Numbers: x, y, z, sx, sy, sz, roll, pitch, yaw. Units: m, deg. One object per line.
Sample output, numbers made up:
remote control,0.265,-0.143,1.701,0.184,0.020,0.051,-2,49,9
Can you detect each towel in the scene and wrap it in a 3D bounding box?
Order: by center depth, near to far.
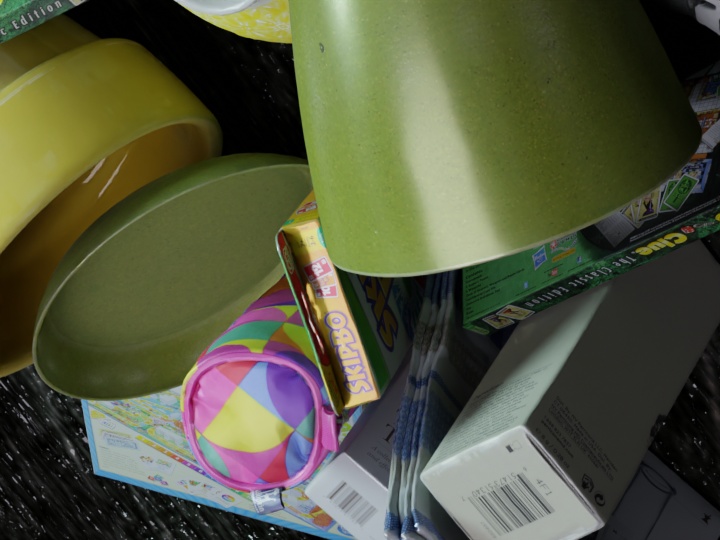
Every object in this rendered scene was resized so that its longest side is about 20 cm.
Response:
towel,0.071,0.096,1.459,0.024,0.201,0.147,-23,130,32

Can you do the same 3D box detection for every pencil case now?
pencil case,-0.031,0.053,1.479,0.088,0.200,0.089,3,107,11

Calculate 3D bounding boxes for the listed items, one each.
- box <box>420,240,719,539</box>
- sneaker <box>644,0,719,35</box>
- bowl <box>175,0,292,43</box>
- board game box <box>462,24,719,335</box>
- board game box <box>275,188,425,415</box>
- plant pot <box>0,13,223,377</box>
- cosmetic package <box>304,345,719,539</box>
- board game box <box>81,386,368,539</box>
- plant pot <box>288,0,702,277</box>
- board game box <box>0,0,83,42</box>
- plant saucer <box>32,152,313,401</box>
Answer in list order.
box,0.113,0.055,1.422,0.082,0.200,0.068,-29,107,44
sneaker,0.142,-0.199,1.295,0.090,0.067,0.201,15,133,19
bowl,-0.056,-0.188,1.403,0.199,0.108,0.201,17,131,21
board game box,0.124,-0.047,1.409,0.023,0.105,0.200,19,149,-37
board game box,0.000,0.000,1.446,0.030,0.200,0.096,-16,102,17
plant pot,-0.209,-0.073,1.546,0.189,0.200,0.201,45,138,16
cosmetic package,0.088,0.128,1.533,0.200,0.151,0.052,40,134,-3
board game box,-0.076,0.085,1.686,0.199,0.034,0.135,13,131,24
plant pot,0.040,-0.127,1.308,0.186,0.187,0.201,-7,111,36
board game box,-0.229,-0.148,1.469,0.105,0.199,0.023,63,180,30
plant saucer,-0.093,-0.002,1.539,0.031,0.199,0.200,58,142,26
